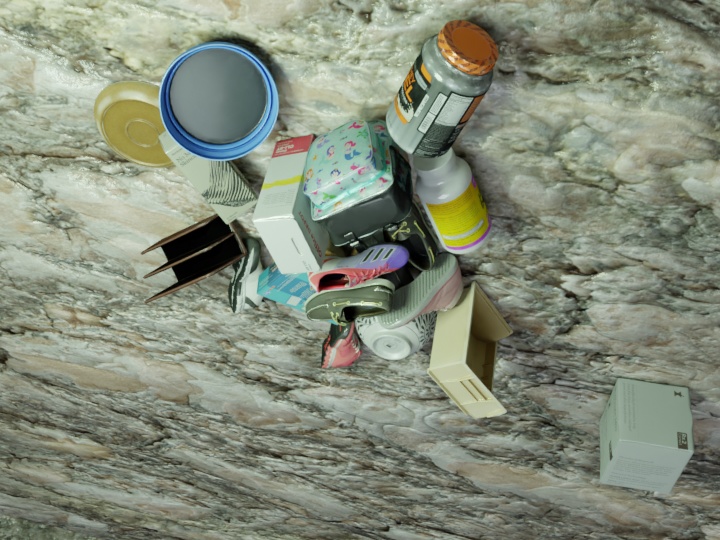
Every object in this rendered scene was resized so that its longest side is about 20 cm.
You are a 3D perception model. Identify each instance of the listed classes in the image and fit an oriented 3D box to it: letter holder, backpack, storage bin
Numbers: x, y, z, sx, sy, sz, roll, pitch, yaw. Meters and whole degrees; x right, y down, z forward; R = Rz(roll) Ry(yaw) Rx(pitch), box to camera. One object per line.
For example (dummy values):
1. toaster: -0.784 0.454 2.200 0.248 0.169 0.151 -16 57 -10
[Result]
1. letter holder: -0.352 -0.023 1.771 0.198 0.142 0.102 -20 101 32
2. backpack: -0.006 -0.164 1.502 0.175 0.202 0.151 -22 127 22
3. storage bin: 0.234 0.170 1.833 0.093 0.202 0.199 -17 133 31

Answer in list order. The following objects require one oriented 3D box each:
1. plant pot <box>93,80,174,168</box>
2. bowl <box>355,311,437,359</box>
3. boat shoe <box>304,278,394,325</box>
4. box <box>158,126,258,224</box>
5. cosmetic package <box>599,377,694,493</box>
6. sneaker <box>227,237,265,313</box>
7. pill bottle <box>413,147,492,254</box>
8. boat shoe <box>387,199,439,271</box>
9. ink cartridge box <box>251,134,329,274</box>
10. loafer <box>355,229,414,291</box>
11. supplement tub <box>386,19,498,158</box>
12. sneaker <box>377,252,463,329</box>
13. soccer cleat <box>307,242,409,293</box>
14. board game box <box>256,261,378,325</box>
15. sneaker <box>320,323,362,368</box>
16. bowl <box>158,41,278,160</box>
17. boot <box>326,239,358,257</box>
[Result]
1. plant pot: -0.394 -0.257 1.621 0.196 0.028 0.202 6 139 5
2. bowl: 0.071 0.129 1.909 0.197 0.095 0.202 7 141 5
3. boat shoe: -0.026 0.070 1.727 0.199 0.061 0.072 -15 144 27
4. box: -0.274 -0.184 1.618 0.082 0.069 0.200 -36 132 4
5. cosmetic package: 0.639 0.373 2.002 0.162 0.167 0.202 7 139 6
6. sneaker: -0.228 0.005 1.869 0.079 0.074 0.202 -8 141 -24
7. pill bottle: 0.160 -0.130 1.575 0.103 0.105 0.201 -9 137 23
8. boat shoe: 0.088 -0.079 1.685 0.071 0.061 0.201 -20 131 28
9. ink cartridge box: -0.111 -0.116 1.580 0.082 0.202 0.146 -6 138 20
10. loafer: 0.061 -0.023 1.753 0.071 0.074 0.200 -21 132 27
11. supplement tub: 0.128 -0.282 1.390 0.121 0.124 0.201 21 139 -11
12. sneaker: 0.129 0.065 1.771 0.200 0.075 0.105 -41 138 -8
13. soccer cleat: 0.000 0.000 1.659 0.196 0.074 0.069 -10 125 -6
14. board game box: -0.085 0.031 1.774 0.198 0.048 0.150 23 143 -28
15. sneaker: -0.031 0.159 2.001 0.085 0.075 0.201 8 148 -12
16. bowl: -0.236 -0.284 1.484 0.197 0.040 0.204 -5 121 -8
17. boot: -0.087 -0.023 1.786 0.199 0.072 0.144 24 138 -21
